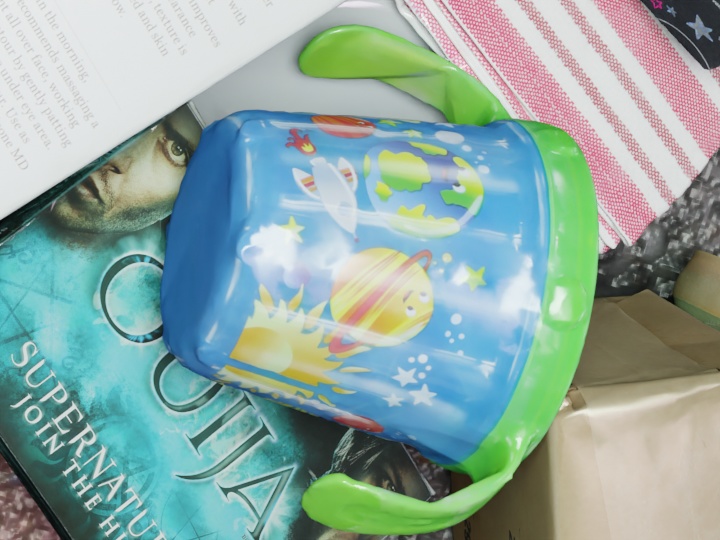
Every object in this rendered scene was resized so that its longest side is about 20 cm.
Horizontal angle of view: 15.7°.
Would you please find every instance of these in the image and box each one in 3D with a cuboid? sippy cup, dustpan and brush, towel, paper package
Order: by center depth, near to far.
[{"bbox_3d":[0.000,0.000,0.955,0.130,0.178,0.140,11,113,-21],"label":"sippy cup"},{"bbox_3d":[0.104,0.121,1.044,0.103,0.191,0.200,-5,101,-10],"label":"paper package"},{"bbox_3d":[0.020,-0.092,1.055,0.200,0.057,0.140,-37,116,1],"label":"dustpan and brush"},{"bbox_3d":[0.116,-0.122,1.063,0.200,0.030,0.146,-47,112,-23],"label":"towel"}]

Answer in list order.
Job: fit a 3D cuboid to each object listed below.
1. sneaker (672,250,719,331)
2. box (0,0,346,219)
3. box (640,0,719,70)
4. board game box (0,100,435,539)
[{"bbox_3d":[0.199,0.081,1.128,0.200,0.067,0.090,36,84,-23],"label":"sneaker"},{"bbox_3d":[-0.114,-0.112,0.952,0.200,0.152,0.106,-34,110,-8],"label":"box"},{"bbox_3d":[0.130,-0.201,0.991,0.200,0.115,0.132,46,67,-8],"label":"box"},{"bbox_3d":[-0.071,0.051,1.011,0.135,0.028,0.200,-39,114,-17],"label":"board game box"}]
